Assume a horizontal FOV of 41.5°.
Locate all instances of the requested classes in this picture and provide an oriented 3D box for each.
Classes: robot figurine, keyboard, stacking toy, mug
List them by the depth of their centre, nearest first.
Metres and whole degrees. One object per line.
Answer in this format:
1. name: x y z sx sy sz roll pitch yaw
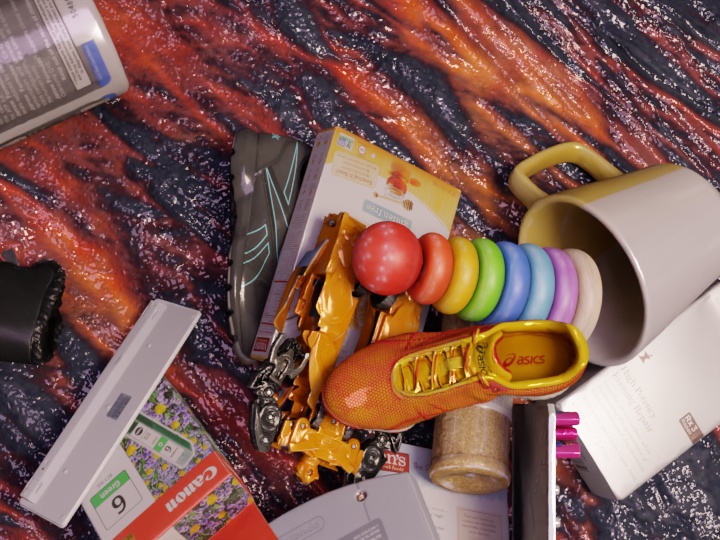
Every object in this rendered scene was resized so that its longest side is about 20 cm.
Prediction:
1. stacking toy: 0.085 0.009 0.731 0.196 0.085 0.087 12 81 -23
2. robot figurine: -0.016 0.068 0.746 0.143 0.058 0.204 27 76 -28
3. keyboard: -0.201 0.109 0.772 0.055 0.011 0.202 15 62 28
4. mug: 0.232 -0.036 0.822 0.151 0.149 0.190 -25 91 -26

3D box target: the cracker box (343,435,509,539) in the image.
1. cracker box: 0.051 0.245 0.755 0.131 0.058 0.203 14 55 -14

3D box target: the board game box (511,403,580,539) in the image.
1. board game box: 0.143 0.208 0.747 0.025 0.200 0.205 1 82 2

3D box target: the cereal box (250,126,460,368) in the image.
1. cereal box: 0.000 0.000 0.812 0.142 0.039 0.204 21 78 -31

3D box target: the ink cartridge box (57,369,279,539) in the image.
1. ink cartridge box: -0.147 0.180 0.733 0.108 0.051 0.200 -39 49 -10

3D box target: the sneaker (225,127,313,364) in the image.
1. sneaker: -0.077 -0.022 0.813 0.077 0.075 0.205 3 82 -9

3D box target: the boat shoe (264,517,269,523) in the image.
1. boat shoe: -0.086 0.258 0.775 0.202 0.075 0.086 45 79 1

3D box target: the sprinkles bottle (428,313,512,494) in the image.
1. sprinkles bottle: 0.096 0.078 0.793 0.067 0.069 0.204 10 60 -6

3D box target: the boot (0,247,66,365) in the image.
1. boot: -0.315 0.048 0.719 0.159 0.200 0.075 8 120 -9

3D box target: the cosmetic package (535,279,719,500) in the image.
1. cosmetic package: 0.266 0.103 0.844 0.198 0.074 0.103 -35 88 -9

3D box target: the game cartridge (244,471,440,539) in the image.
1. game cartridge: -0.029 0.237 0.693 0.197 0.041 0.135 -29 52 6

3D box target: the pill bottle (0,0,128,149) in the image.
1. pill bottle: -0.302 -0.161 0.781 0.197 0.114 0.115 -27 87 -11

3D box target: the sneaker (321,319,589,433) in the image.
1. sneaker: 0.066 0.067 0.686 0.196 0.077 0.074 -13 70 -1
